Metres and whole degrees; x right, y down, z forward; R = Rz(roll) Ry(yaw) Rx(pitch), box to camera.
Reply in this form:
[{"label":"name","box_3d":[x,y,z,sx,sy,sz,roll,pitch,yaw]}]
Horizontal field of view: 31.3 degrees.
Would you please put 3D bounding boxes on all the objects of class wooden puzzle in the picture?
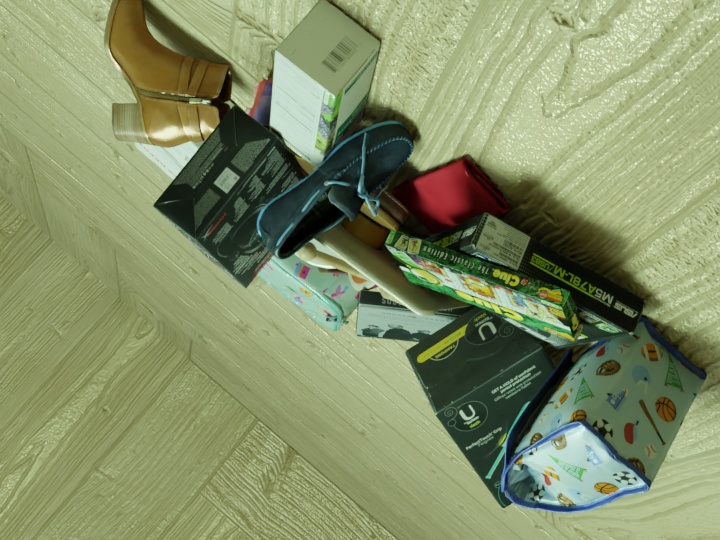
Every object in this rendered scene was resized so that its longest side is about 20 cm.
[{"label":"wooden puzzle","box_3d":[0.050,-0.021,1.528,0.185,0.047,0.200,37,-164,15]}]

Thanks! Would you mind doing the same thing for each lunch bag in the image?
[{"label":"lunch bag","box_3d":[0.244,0.164,1.377,0.124,0.170,0.200,44,146,-3]},{"label":"lunch bag","box_3d":[-0.086,0.008,1.945,0.199,0.077,0.161,39,163,6]}]

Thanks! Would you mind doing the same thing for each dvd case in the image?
[{"label":"dvd case","box_3d":[0.069,0.065,1.686,0.148,0.025,0.200,7,166,0]}]

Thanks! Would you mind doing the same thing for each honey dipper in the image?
[{"label":"honey dipper","box_3d":[0.000,0.000,1.511,0.199,0.038,0.038,23,179,-43]}]

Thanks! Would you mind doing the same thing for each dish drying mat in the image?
[{"label":"dish drying mat","box_3d":[0.098,-0.081,1.428,0.077,0.018,0.200,43,164,-11]}]

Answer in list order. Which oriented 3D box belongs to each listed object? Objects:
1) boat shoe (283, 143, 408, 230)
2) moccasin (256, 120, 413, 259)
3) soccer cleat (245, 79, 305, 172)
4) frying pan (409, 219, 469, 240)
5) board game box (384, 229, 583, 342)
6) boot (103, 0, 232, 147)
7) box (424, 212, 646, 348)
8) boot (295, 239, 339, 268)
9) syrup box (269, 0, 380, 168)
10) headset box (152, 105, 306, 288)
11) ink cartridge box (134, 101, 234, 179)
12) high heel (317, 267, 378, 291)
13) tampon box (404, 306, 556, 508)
[{"label":"boat shoe","box_3d":[-0.018,-0.125,1.477,0.199,0.070,0.070,39,173,17]},{"label":"moccasin","box_3d":[-0.019,-0.078,1.389,0.080,0.199,0.069,36,-159,-43]},{"label":"soccer cleat","box_3d":[-0.101,-0.171,1.580,0.076,0.067,0.200,17,159,2]},{"label":"frying pan","box_3d":[0.138,-0.023,1.432,0.114,0.031,0.190,31,168,-19]},{"label":"board game box","box_3d":[0.127,0.016,1.311,0.198,0.024,0.105,20,167,25]},{"label":"boot","box_3d":[-0.236,-0.256,1.606,0.153,0.203,0.074,1,-168,18]},{"label":"box","box_3d":[0.173,0.015,1.363,0.198,0.048,0.193,28,164,-12]},{"label":"boot","box_3d":[-0.077,-0.068,1.641,0.199,0.073,0.090,37,-168,22]},{"label":"syrup box","box_3d":[-0.041,-0.190,1.351,0.081,0.079,0.200,38,163,7]},{"label":"headset box","box_3d":[-0.138,-0.078,1.507,0.077,0.149,0.200,36,174,21]},{"label":"ink cartridge box","box_3d":[-0.231,-0.187,1.765,0.144,0.084,0.200,43,162,-5]},{"label":"high heel","box_3d":[0.020,-0.013,1.667,0.200,0.095,0.068,-163,71,-65]},{"label":"tampon box","box_3d":[0.174,0.156,1.562,0.201,0.149,0.127,55,-175,-37]}]
